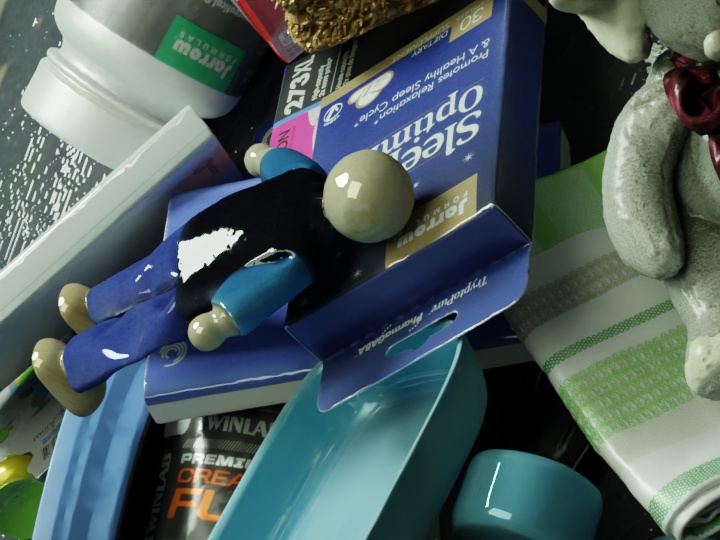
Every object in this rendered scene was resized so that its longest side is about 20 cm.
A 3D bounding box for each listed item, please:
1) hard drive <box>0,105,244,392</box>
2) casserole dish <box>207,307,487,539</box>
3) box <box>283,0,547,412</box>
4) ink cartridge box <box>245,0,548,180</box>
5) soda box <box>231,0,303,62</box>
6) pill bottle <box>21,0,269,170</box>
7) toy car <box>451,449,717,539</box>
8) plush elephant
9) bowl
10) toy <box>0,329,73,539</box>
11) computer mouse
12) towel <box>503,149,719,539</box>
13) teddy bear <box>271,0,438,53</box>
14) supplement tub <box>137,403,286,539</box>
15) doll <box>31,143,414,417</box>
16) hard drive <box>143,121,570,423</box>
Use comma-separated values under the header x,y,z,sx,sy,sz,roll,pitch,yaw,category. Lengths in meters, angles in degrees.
x,y,z,sx,sy,sz,roll,pitch,yaw,category
-0.147,0.001,1.331,0.200,0.132,0.027,-42,82,-2,hard drive
-0.010,0.103,1.102,0.121,0.039,0.201,-14,40,50,casserole dish
0.026,-0.037,1.164,0.121,0.032,0.201,-31,33,29,box
0.005,-0.081,1.314,0.199,0.037,0.095,-26,39,35,ink cartridge box
0.013,-0.199,1.300,0.200,0.070,0.063,-39,51,-1,soda box
-0.093,-0.153,1.389,0.113,0.113,0.201,37,101,42,pill bottle
0.059,0.201,1.136,0.200,0.176,0.185,-31,37,64,toy car
0.165,-0.081,1.082,0.164,0.155,0.200,-23,48,-7,plush elephant
-0.127,0.136,1.283,0.039,0.201,0.202,11,81,4,bowl
-0.181,0.087,1.408,0.115,0.047,0.200,-44,21,11,toy
0.063,0.056,1.225,0.140,0.046,0.201,26,93,42,computer mouse
0.146,0.013,1.125,0.148,0.031,0.200,-25,51,-12,towel
0.051,-0.167,1.216,0.199,0.145,0.067,-18,98,34,teddy bear
-0.050,0.105,1.260,0.106,0.107,0.201,-5,66,40,supplement tub
-0.058,-0.006,1.155,0.199,0.048,0.137,-26,30,35,doll
0.000,0.000,1.223,0.199,0.025,0.133,-10,46,15,hard drive
